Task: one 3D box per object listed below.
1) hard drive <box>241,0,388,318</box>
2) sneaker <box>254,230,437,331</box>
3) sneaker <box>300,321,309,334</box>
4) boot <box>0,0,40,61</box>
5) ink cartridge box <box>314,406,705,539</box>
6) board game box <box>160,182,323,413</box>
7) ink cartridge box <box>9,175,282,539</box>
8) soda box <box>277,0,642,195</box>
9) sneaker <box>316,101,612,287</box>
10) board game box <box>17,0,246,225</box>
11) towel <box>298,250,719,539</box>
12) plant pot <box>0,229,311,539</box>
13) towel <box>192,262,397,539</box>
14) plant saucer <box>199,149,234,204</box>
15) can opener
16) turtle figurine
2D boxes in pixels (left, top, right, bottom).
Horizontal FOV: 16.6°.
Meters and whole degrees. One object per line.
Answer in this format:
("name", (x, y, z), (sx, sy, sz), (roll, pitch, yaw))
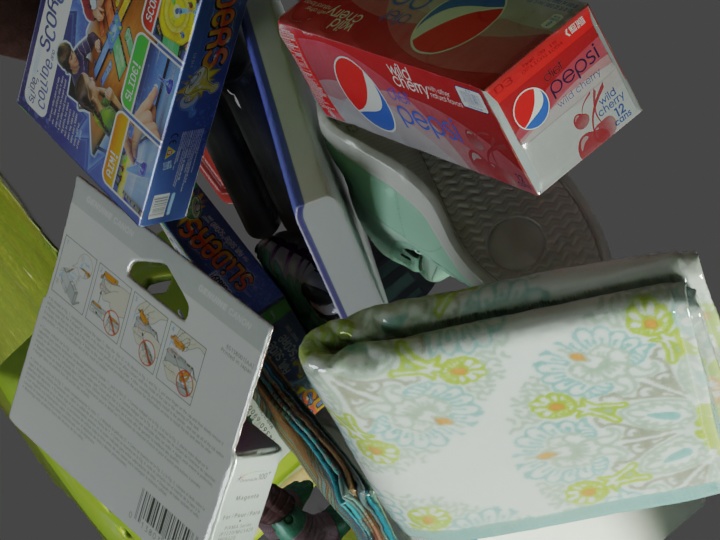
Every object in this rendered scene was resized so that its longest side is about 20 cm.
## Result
("hard drive", (-0.026, -0.059, 1.375), (0.200, 0.025, 0.132), (-107, -5, -45))
("sneaker", (0.000, 0.000, 1.500), (0.074, 0.088, 0.200), (56, 172, -18))
("sneaker", (0.016, 0.060, 1.606), (0.200, 0.070, 0.090), (49, 168, 14))
("boot", (-0.221, -0.152, 1.512), (0.072, 0.166, 0.200), (-151, 48, -63))
("ink cartridge box", (0.077, 0.106, 1.433), (0.125, 0.129, 0.200), (57, 163, -20))
("board game box", (-0.064, 0.041, 1.612), (0.135, 0.034, 0.200), (50, 171, 40))
("ink cartridge box", (-0.121, 0.062, 1.470), (0.200, 0.044, 0.174), (36, 116, 38))
("soda box", (0.042, -0.099, 1.169), (0.200, 0.070, 0.063), (26, 151, 56))
("sneaker", (0.064, -0.019, 1.295), (0.200, 0.074, 0.118), (43, 166, 30))
("board game box", (-0.127, -0.145, 1.393), (0.135, 0.034, 0.200), (44, 130, 33))
("towel", (0.088, 0.064, 1.219), (0.171, 0.200, 0.048), (64, -162, -48))
("plant pot", (-0.125, 0.105, 1.890), (0.181, 0.199, 0.200), (13, 139, 57))
("towel", (-0.039, 0.097, 1.483), (0.200, 0.022, 0.147), (50, 171, 32))
("plant saucer", (-0.097, -0.116, 1.589), (0.200, 0.037, 0.200), (55, 165, -13))
("can opener", (-0.074, -0.116, 1.478), (0.053, 0.067, 0.200), (-8, 123, 25))
("turtle figurine", (-0.101, 0.113, 1.606), (0.200, 0.101, 0.150), (41, -172, -28))
